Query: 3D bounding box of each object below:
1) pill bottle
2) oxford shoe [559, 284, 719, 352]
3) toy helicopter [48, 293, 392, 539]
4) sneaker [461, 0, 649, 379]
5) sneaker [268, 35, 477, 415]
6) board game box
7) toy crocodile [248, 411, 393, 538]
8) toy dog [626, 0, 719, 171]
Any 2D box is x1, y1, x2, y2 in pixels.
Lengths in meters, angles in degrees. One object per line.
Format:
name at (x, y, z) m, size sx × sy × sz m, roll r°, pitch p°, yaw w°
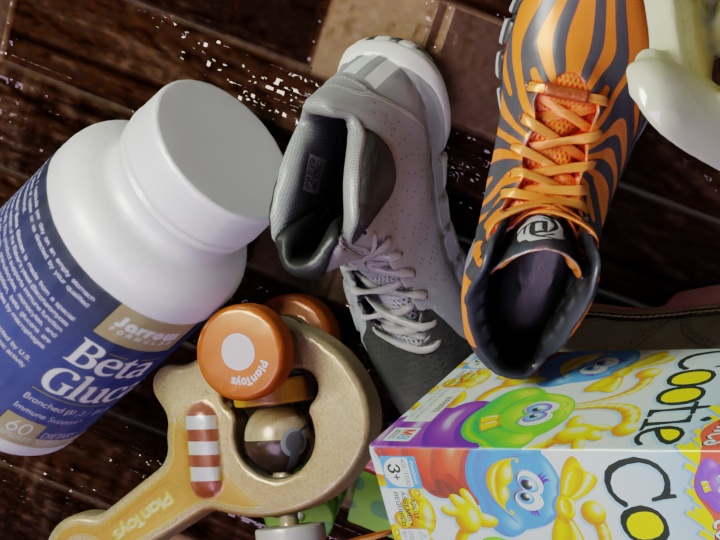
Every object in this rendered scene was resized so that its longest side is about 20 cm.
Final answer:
pill bottle at (-0.126, -0.003, 1.312) m, size 0.111 × 0.111 × 0.200 m, roll 42°, pitch 125°, yaw -10°
oxford shoe at (0.115, 0.059, 1.292) m, size 0.199 × 0.074 × 0.071 m, roll -17°, pitch 117°, yaw 29°
toy helicopter at (-0.072, 0.110, 1.325) m, size 0.200 × 0.079 × 0.132 m, roll -36°, pitch 81°, yaw 19°
sneaker at (0.091, -0.043, 1.190) m, size 0.077 × 0.112 × 0.201 m, roll 8°, pitch 107°, yaw 1°
sneaker at (0.000, 0.000, 1.252) m, size 0.075 × 0.115 × 0.201 m, roll 0°, pitch 112°, yaw 30°
board game box at (0.122, 0.101, 1.200) m, size 0.199 × 0.105 × 0.103 m, roll -2°, pitch 113°, yaw 35°
toy crocodile at (0.010, 0.108, 1.366) m, size 0.199 × 0.068 × 0.062 m, roll 15°, pitch 122°, yaw 8°
toy dog at (0.228, -0.123, 1.101) m, size 0.194 × 0.140 × 0.200 m, roll 37°, pitch 127°, yaw -22°
